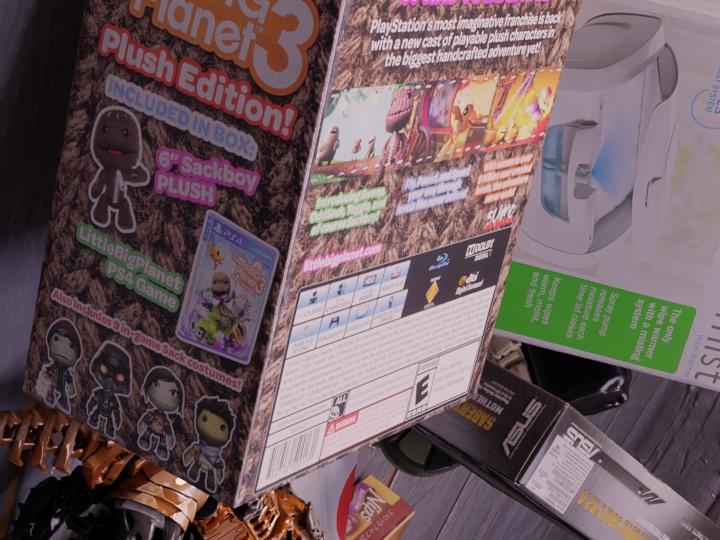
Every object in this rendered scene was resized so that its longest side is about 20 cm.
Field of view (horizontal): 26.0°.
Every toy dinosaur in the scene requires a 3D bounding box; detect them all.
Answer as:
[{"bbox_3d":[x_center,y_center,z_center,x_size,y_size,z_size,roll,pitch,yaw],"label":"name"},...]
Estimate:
[{"bbox_3d":[-0.102,0.103,0.682,0.136,0.200,0.102,-49,-156,5],"label":"toy dinosaur"}]

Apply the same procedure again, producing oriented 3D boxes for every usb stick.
[{"bbox_3d":[0.108,-0.006,0.913,0.055,0.200,0.033,-20,150,12],"label":"usb stick"}]

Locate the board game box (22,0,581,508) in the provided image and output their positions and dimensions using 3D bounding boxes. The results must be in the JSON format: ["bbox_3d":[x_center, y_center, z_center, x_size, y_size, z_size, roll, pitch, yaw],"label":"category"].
[{"bbox_3d":[-0.013,-0.046,0.532,0.159,0.097,0.200,-15,124,-56],"label":"board game box"}]

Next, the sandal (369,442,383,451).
[{"bbox_3d":[-0.014,0.100,0.982,0.212,0.070,0.078,-58,163,13],"label":"sandal"}]

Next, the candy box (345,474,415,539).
[{"bbox_3d":[-0.038,0.276,1.298,0.117,0.056,0.200,-31,153,-54],"label":"candy box"}]

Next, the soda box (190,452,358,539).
[{"bbox_3d":[-0.047,0.113,0.795,0.068,0.063,0.201,-9,112,-53],"label":"soda box"}]

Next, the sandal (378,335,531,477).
[{"bbox_3d":[0.088,0.071,1.001,0.201,0.080,0.057,-21,171,-27],"label":"sandal"}]

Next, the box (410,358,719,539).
[{"bbox_3d":[0.089,0.097,0.842,0.200,0.158,0.048,39,81,-45],"label":"box"}]

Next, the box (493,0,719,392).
[{"bbox_3d":[0.136,-0.060,0.800,0.097,0.176,0.200,-66,169,-59],"label":"box"}]
